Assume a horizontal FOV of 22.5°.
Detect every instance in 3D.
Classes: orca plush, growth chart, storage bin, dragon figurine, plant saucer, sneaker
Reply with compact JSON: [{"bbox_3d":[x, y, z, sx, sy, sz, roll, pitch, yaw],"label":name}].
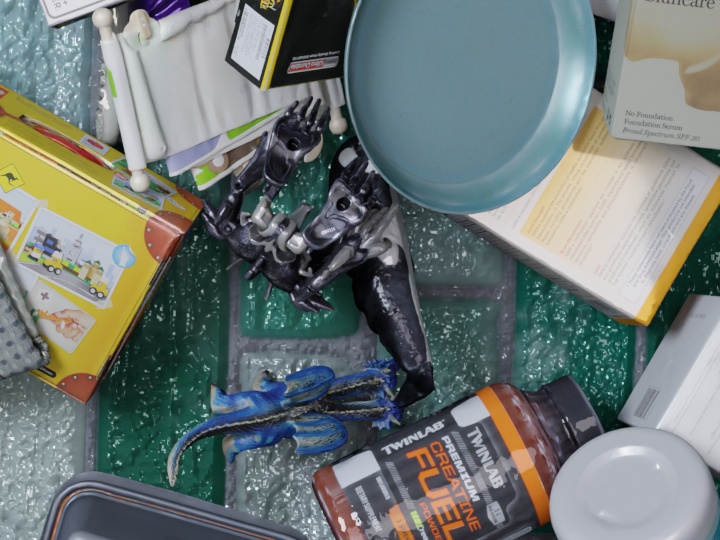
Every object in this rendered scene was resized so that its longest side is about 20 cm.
[{"bbox_3d":[0.000,0.000,1.264,0.071,0.105,0.200,-14,81,6],"label":"orca plush"},{"bbox_3d":[-0.088,-0.126,1.227,0.200,0.018,0.145,-22,116,-38],"label":"growth chart"},{"bbox_3d":[-0.135,0.236,1.246,0.200,0.134,0.146,17,90,-4],"label":"storage bin"},{"bbox_3d":[-0.047,0.098,1.247,0.099,0.200,0.059,-10,91,34],"label":"dragon figurine"},{"bbox_3d":[0.069,-0.137,1.193,0.200,0.027,0.200,-8,104,-31],"label":"plant saucer"},{"bbox_3d":[-0.128,-0.180,1.270,0.099,0.070,0.200,7,97,-9],"label":"sneaker"}]

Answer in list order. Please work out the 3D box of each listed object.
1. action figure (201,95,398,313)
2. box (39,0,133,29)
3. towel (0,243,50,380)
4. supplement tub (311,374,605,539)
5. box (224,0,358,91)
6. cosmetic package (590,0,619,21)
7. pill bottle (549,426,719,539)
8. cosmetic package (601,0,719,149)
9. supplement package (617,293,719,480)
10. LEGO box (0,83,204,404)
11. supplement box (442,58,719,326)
[{"bbox_3d":[-0.036,-0.040,1.188,0.119,0.200,0.102,45,71,1],"label":"action figure"},{"bbox_3d":[-0.130,-0.246,1.194,0.200,0.060,0.117,-22,96,-2],"label":"box"},{"bbox_3d":[-0.328,0.002,1.205,0.192,0.035,0.200,-19,108,16],"label":"towel"},{"bbox_3d":[0.073,0.147,1.273,0.200,0.107,0.107,-27,94,-3],"label":"supplement tub"},{"bbox_3d":[0.014,-0.208,1.189,0.049,0.200,0.160,37,124,33],"label":"box"},{"bbox_3d":[0.223,-0.225,1.262,0.200,0.085,0.108,20,131,-5],"label":"cosmetic package"},{"bbox_3d":[0.206,0.206,1.249,0.111,0.111,0.200,-29,133,-3],"label":"pill bottle"},{"bbox_3d":[0.224,-0.185,1.184,0.105,0.071,0.200,5,113,0],"label":"cosmetic package"},{"bbox_3d":[0.304,0.114,1.285,0.200,0.114,0.110,31,88,-4],"label":"supplement package"},{"bbox_3d":[-0.232,-0.027,1.236,0.200,0.077,0.149,30,110,-4],"label":"LEGO box"},{"bbox_3d":[0.143,-0.063,1.286,0.200,0.074,0.126,32,87,-5],"label":"supplement box"}]
